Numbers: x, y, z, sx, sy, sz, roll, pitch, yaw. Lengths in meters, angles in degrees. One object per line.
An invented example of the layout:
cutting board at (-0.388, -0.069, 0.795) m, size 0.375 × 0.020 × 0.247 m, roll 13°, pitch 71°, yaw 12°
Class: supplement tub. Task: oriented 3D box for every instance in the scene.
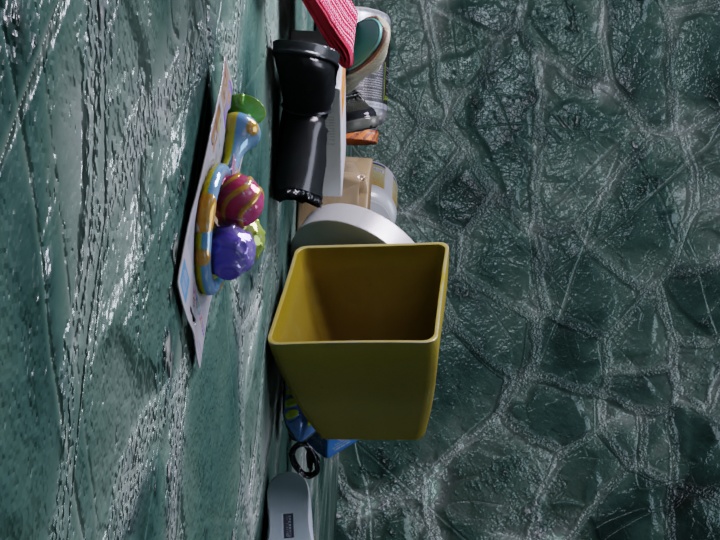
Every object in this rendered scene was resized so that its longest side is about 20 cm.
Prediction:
supplement tub at (-0.015, -0.303, 1.837) m, size 0.123 × 0.120 × 0.204 m, roll 22°, pitch 70°, yaw -88°
supplement tub at (0.017, -0.158, 2.773) m, size 0.201 × 0.141 × 0.147 m, roll -84°, pitch 176°, yaw -60°

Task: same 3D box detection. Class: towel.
towel at (-0.042, -0.334, 1.393) m, size 0.146 × 0.022 × 0.201 m, roll 58°, pitch 17°, yaw -24°

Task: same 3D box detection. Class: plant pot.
plant pot at (0.012, 0.097, 1.436) m, size 0.201 × 0.196 × 0.179 m, roll -77°, pitch 162°, yaw -54°

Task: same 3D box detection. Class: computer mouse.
computer mouse at (-0.078, 0.214, 1.667) m, size 0.034 × 0.058 × 0.203 m, roll -116°, pitch -156°, yaw -55°

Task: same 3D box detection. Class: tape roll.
tape roll at (0.000, 0.000, 1.557) m, size 0.037 × 0.200 × 0.205 m, roll -55°, pitch 158°, yaw -38°

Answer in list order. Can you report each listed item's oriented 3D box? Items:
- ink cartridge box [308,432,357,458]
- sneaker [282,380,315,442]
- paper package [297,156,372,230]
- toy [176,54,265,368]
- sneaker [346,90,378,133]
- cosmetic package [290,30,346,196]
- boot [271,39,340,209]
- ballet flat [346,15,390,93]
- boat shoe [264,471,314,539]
ink cartridge box at (-0.023, 0.152, 1.728) m, size 0.143 × 0.084 × 0.203 m, roll -25°, pitch 130°, yaw -36°
sneaker at (-0.075, 0.136, 1.567) m, size 0.083 × 0.069 × 0.202 m, roll 109°, pitch -11°, yaw -57°
paper package at (-0.038, -0.068, 1.745) m, size 0.200 × 0.101 × 0.194 m, roll -83°, pitch 177°, yaw -76°
toy at (-0.092, -0.044, 0.855) m, size 0.116 × 0.046 × 0.203 m, roll 87°, pitch 5°, yaw -57°
sneaker at (-0.032, -0.252, 1.657) m, size 0.199 × 0.075 × 0.116 m, roll -140°, pitch -138°, yaw -67°
cosmetic package at (-0.055, -0.197, 1.495) m, size 0.201 × 0.070 × 0.103 m, roll 91°, pitch 2°, yaw -54°
boot at (-0.066, -0.159, 1.299) m, size 0.198 × 0.072 × 0.166 m, roll 27°, pitch 72°, yaw -86°
ballet flat at (-0.009, -0.274, 1.535) m, size 0.199 × 0.062 × 0.069 m, roll -26°, pitch -115°, yaw 49°
boat shoe at (-0.081, 0.346, 1.381) m, size 0.202 × 0.069 × 0.092 m, roll -89°, pitch 176°, yaw -47°
